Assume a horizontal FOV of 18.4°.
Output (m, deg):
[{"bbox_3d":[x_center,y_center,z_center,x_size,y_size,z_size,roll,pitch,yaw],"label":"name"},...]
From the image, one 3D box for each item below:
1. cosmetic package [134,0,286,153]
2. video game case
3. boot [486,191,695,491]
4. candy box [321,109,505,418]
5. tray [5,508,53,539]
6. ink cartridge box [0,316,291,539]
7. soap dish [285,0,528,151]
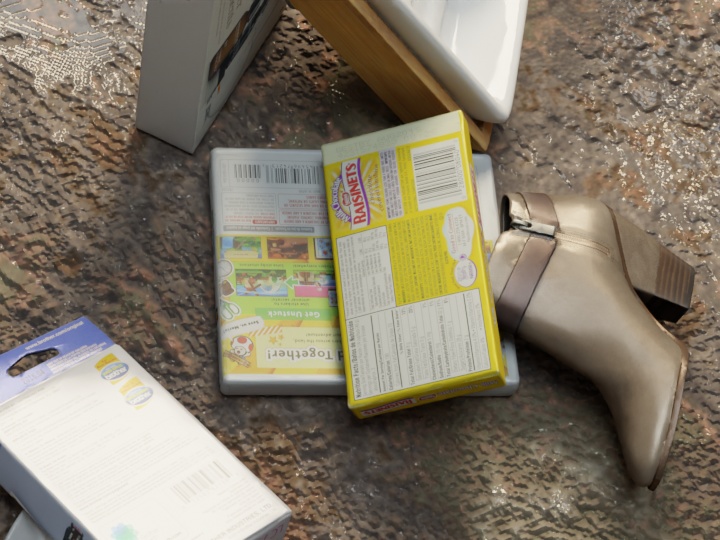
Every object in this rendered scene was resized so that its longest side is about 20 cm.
[{"bbox_3d":[-0.091,-0.195,1.489,0.051,0.200,0.151,24,59,5],"label":"cosmetic package"},{"bbox_3d":[0.000,0.000,1.495,0.199,0.023,0.183,1,59,-11],"label":"video game case"},{"bbox_3d":[0.142,0.039,1.463,0.145,0.070,0.201,18,51,-6],"label":"boot"},{"bbox_3d":[0.033,-0.006,1.455,0.102,0.026,0.201,-14,60,14],"label":"candy box"},{"bbox_3d":[-0.194,0.244,1.308,0.107,0.022,0.201,23,58,5],"label":"tray"},{"bbox_3d":[-0.152,0.120,1.363,0.200,0.042,0.119,43,46,21],"label":"ink cartridge box"},{"bbox_3d":[0.034,-0.196,1.530,0.081,0.200,0.158,-12,52,32],"label":"soap dish"}]
